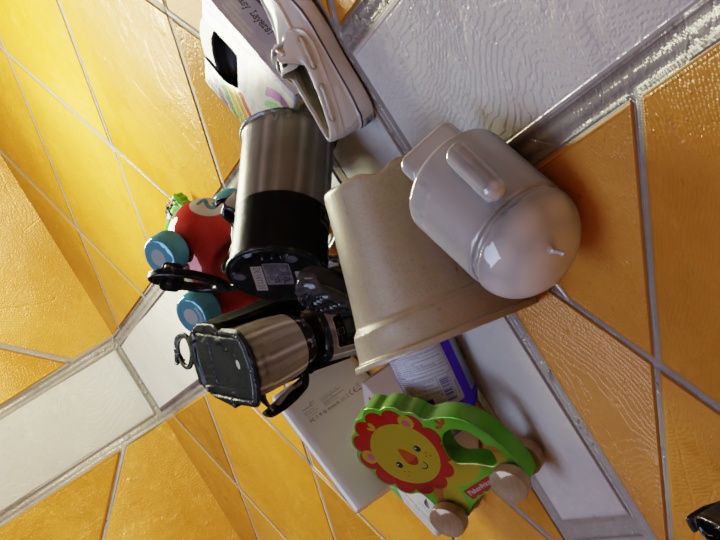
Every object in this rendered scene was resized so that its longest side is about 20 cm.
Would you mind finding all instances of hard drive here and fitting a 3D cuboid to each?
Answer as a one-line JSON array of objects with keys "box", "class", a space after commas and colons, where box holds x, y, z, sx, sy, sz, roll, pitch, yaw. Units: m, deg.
[{"box": [-0.012, 0.221, 2.061, 0.200, 0.131, 0.025, 51, 159, 19], "class": "hard drive"}]

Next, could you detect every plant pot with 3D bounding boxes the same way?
[{"box": [0.056, -0.016, 1.501, 0.185, 0.199, 0.200, 69, 161, 3], "class": "plant pot"}]

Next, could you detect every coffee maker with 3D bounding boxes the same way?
[{"box": [-0.118, 0.084, 1.979, 0.192, 0.199, 0.136, 32, 131, 39], "class": "coffee maker"}]

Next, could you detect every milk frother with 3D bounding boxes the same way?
[{"box": [-0.134, -0.065, 1.693, 0.181, 0.198, 0.189, 111, 164, -58], "class": "milk frother"}]

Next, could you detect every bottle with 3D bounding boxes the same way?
[{"box": [0.067, 0.084, 1.744, 0.201, 0.083, 0.065, 64, -156, -17], "class": "bottle"}]

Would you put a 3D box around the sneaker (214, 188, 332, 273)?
[{"box": [-0.116, -0.025, 1.931, 0.200, 0.139, 0.078, 53, 160, 16], "class": "sneaker"}]

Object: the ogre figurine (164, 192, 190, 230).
[{"box": [-0.265, -0.013, 2.392, 0.200, 0.098, 0.120, 43, 142, -2], "class": "ogre figurine"}]

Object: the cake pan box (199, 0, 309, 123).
[{"box": [-0.119, -0.232, 1.771, 0.200, 0.052, 0.185, 50, 157, 20], "class": "cake pan box"}]

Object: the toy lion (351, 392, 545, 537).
[{"box": [0.089, 0.212, 1.742, 0.192, 0.069, 0.200, 43, 136, -7], "class": "toy lion"}]

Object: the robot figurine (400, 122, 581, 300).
[{"box": [0.123, -0.052, 1.359, 0.200, 0.113, 0.170, 44, 176, 34], "class": "robot figurine"}]

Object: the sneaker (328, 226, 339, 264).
[{"box": [-0.011, -0.035, 1.775, 0.077, 0.079, 0.200, 21, -179, -11], "class": "sneaker"}]

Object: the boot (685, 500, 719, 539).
[{"box": [0.348, 0.168, 1.052, 0.070, 0.173, 0.200, 63, 160, -14], "class": "boot"}]

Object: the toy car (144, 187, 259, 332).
[{"box": [-0.157, -0.034, 2.052, 0.199, 0.184, 0.178, -20, 103, 40], "class": "toy car"}]

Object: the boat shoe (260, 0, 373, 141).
[{"box": [-0.062, -0.233, 1.606, 0.201, 0.065, 0.074, 56, 161, 6], "class": "boat shoe"}]

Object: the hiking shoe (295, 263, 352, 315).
[{"box": [0.000, 0.000, 1.615, 0.075, 0.199, 0.102, -2, 82, 37], "class": "hiking shoe"}]

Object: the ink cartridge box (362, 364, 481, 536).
[{"box": [0.080, 0.224, 1.916, 0.146, 0.084, 0.201, 43, 155, 35], "class": "ink cartridge box"}]
